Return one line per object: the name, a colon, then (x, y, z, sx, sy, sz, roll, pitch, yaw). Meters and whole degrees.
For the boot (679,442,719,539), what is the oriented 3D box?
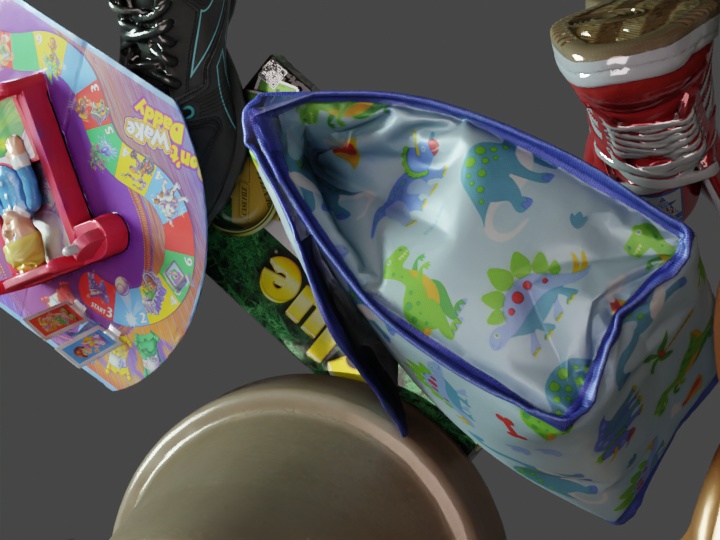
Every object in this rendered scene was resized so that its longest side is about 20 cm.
boot: (0.116, 0.140, 1.086, 0.155, 0.076, 0.201, 20, 113, 48)

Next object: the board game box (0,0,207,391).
board game box: (-0.158, -0.036, 1.225, 0.200, 0.039, 0.159, 34, 123, 27)

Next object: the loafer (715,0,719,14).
loafer: (0.200, -0.127, 1.152, 0.076, 0.067, 0.201, -32, 64, 39)

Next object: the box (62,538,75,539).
box: (-0.181, 0.242, 1.292, 0.109, 0.035, 0.201, -11, 90, 15)

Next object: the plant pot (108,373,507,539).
plant pot: (-0.050, 0.159, 1.171, 0.199, 0.174, 0.202, 3, 99, 22)

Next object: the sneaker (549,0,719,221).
sneaker: (0.124, -0.060, 1.114, 0.071, 0.200, 0.113, -3, 100, 11)

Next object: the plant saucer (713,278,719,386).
plant saucer: (0.214, 0.061, 1.020, 0.200, 0.032, 0.201, 34, 138, 36)

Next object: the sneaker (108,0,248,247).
sneaker: (-0.095, -0.112, 1.218, 0.075, 0.079, 0.201, 6, 87, 28)

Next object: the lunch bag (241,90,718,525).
lunch bag: (0.047, 0.006, 1.115, 0.199, 0.170, 0.128, 33, 81, 21)

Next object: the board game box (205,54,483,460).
board game box: (0.000, 0.000, 1.239, 0.200, 0.023, 0.105, 41, 104, 10)
